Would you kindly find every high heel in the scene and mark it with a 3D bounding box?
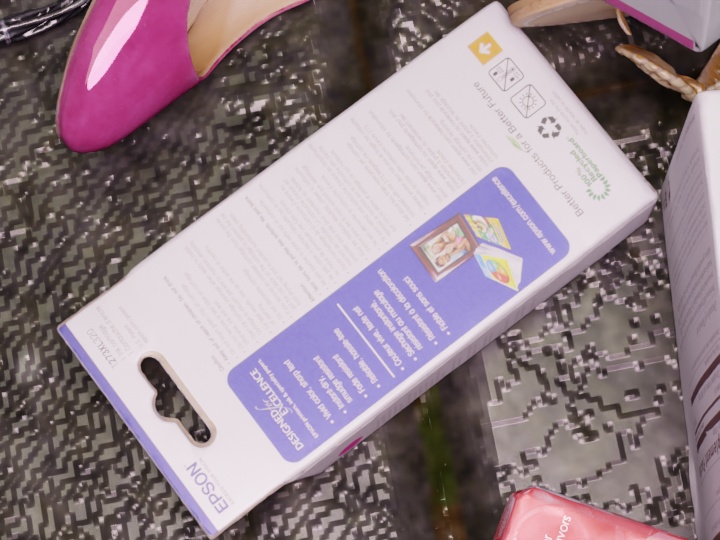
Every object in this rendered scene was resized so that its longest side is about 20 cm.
[{"bbox_3d":[-0.022,-0.105,0.812,0.096,0.068,0.200,31,64,19],"label":"high heel"}]

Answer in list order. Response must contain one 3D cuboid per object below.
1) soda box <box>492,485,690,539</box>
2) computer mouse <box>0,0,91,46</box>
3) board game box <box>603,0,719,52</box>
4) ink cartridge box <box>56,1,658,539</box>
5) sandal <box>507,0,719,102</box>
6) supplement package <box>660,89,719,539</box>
[{"bbox_3d":[0.050,0.177,0.735,0.069,0.063,0.201,18,76,6],"label":"soda box"},{"bbox_3d":[-0.085,-0.157,0.843,0.059,0.034,0.200,41,80,10],"label":"computer mouse"},{"bbox_3d":[0.126,-0.177,0.777,0.147,0.065,0.200,34,59,30],"label":"board game box"},{"bbox_3d":[0.000,0.000,0.798,0.199,0.037,0.095,-36,78,-11],"label":"ink cartridge box"},{"bbox_3d":[0.161,-0.079,0.798,0.210,0.078,0.070,-11,88,-10],"label":"sandal"},{"bbox_3d":[0.168,0.049,0.742,0.113,0.110,0.202,-5,75,0],"label":"supplement package"}]
